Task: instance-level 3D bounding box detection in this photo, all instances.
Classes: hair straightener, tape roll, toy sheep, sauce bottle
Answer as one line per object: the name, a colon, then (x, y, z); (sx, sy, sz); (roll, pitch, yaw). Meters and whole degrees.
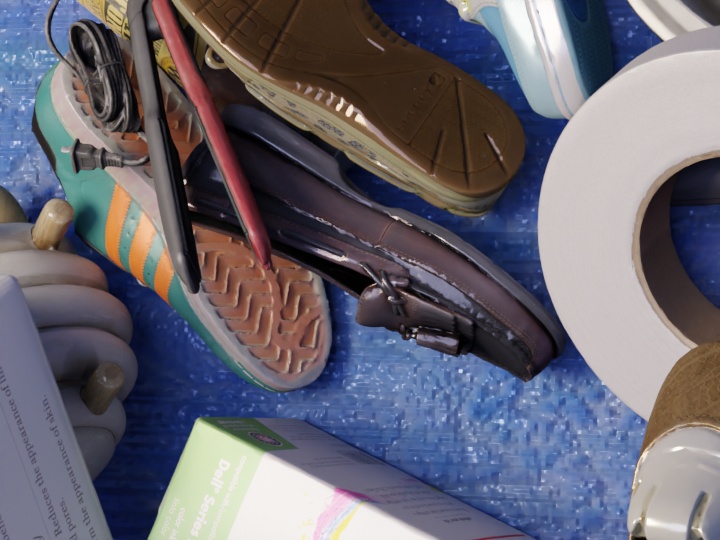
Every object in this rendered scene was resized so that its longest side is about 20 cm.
hair straightener: (-0.107, -0.077, 1.229); (0.077, 0.041, 0.200); (-21, 69, -1)
tape roll: (0.174, -0.008, 1.158); (0.203, 0.037, 0.203); (15, 122, 25)
toy sheep: (-0.170, 0.046, 1.298); (0.138, 0.138, 0.200); (-24, 66, 20)
sauce bottle: (-0.077, -0.121, 1.297); (0.200, 0.065, 0.065); (39, 103, 14)

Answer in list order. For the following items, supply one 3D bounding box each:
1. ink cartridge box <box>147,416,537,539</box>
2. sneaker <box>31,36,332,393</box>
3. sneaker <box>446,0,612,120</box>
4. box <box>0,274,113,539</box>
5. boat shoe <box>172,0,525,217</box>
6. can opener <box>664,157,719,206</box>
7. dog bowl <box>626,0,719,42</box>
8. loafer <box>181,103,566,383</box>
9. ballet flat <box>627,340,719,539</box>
ink cartridge box: (0.018, 0.138, 1.221); (0.200, 0.117, 0.067); (25, 96, 22)
sneaker: (-0.090, -0.021, 1.306); (0.200, 0.071, 0.080); (55, 149, 1)
sneaker: (0.036, -0.143, 1.247); (0.131, 0.080, 0.200); (-23, 70, 19)
box: (-0.233, 0.117, 1.214); (0.199, 0.131, 0.200); (-1, 114, 39)
boat shoe: (-0.015, -0.093, 1.237); (0.200, 0.063, 0.073); (40, 70, 7)
can opener: (0.196, -0.045, 1.182); (0.200, 0.063, 0.079); (1, 89, 23)
dog bowl: (0.208, -0.175, 1.177); (0.200, 0.074, 0.200); (-1, 88, 24)
loafer: (0.000, 0.000, 1.244); (0.200, 0.072, 0.063); (34, 70, 11)
ballet flat: (0.121, 0.123, 0.994); (0.068, 0.072, 0.200); (8, 86, 27)
